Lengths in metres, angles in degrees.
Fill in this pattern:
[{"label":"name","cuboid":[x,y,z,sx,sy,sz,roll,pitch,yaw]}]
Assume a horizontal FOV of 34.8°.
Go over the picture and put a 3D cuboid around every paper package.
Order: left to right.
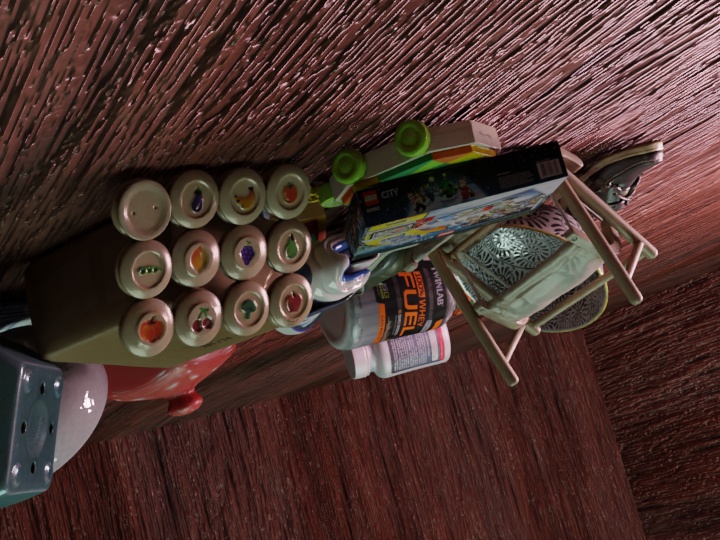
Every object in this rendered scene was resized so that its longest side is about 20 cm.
[{"label":"paper package","cuboid":[-0.187,0.019,1.117,0.199,0.105,0.190,-22,161,32]}]

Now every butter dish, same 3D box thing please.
[{"label":"butter dish","cuboid":[-0.232,0.101,1.377,0.198,0.149,0.199,-22,177,26]}]

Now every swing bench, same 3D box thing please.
[{"label":"swing bench","cuboid":[0.190,-0.017,1.298,0.198,0.200,0.130,-38,-172,34]}]

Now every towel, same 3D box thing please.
[{"label":"towel","cuboid":[-0.400,0.063,1.313,0.198,0.024,0.146,-8,168,-41]}]

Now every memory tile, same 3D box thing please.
[{"label":"memory tile","cuboid":[-0.122,-0.012,0.992,0.198,0.155,0.017,-10,-164,-39]}]

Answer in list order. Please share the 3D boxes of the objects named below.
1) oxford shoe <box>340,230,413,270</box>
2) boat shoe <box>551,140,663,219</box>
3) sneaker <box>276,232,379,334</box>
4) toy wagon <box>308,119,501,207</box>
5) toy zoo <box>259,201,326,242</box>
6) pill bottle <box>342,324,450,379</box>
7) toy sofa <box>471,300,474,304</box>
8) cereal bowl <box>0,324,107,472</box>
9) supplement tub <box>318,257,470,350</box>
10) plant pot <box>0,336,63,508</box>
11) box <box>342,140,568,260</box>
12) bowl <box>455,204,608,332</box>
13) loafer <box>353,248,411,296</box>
[{"label":"oxford shoe","cuboid":[0.005,-0.040,1.281,0.057,0.076,0.199,12,158,-30]},{"label":"boat shoe","cuboid":[0.310,-0.103,1.420,0.072,0.066,0.200,-12,170,-25]},{"label":"sneaker","cuboid":[-0.035,0.012,1.257,0.145,0.082,0.200,-20,172,16]},{"label":"toy wagon","cuboid":[0.033,-0.093,1.093,0.198,0.040,0.155,-21,169,27]},{"label":"toy zoo","cuboid":[-0.101,-0.037,1.248,0.130,0.021,0.200,-15,170,-5]},{"label":"pill bottle","cuboid":[0.069,0.148,2.296,0.198,0.121,0.120,-14,170,-14]},{"label":"toy sofa","cuboid":[0.121,0.019,1.814,0.082,0.099,0.199,7,-175,32]},{"label":"cereal bowl","cuboid":[-0.374,0.132,1.216,0.198,0.201,0.084,-17,132,8]},{"label":"supplement tub","cuboid":[0.045,0.031,1.576,0.198,0.124,0.122,-12,170,-26]},{"label":"plant pot","cuboid":[-0.390,0.139,1.064,0.197,0.199,0.196,4,172,4]},{"label":"box","cuboid":[0.086,-0.065,1.107,0.198,0.038,0.137,-15,171,-9]},{"label":"bowl","cuboid":[0.224,-0.020,1.454,0.198,0.095,0.202,16,144,12]},{"label":"loafer","cuboid":[0.000,0.000,1.395,0.069,0.076,0.199,11,164,-33]}]
